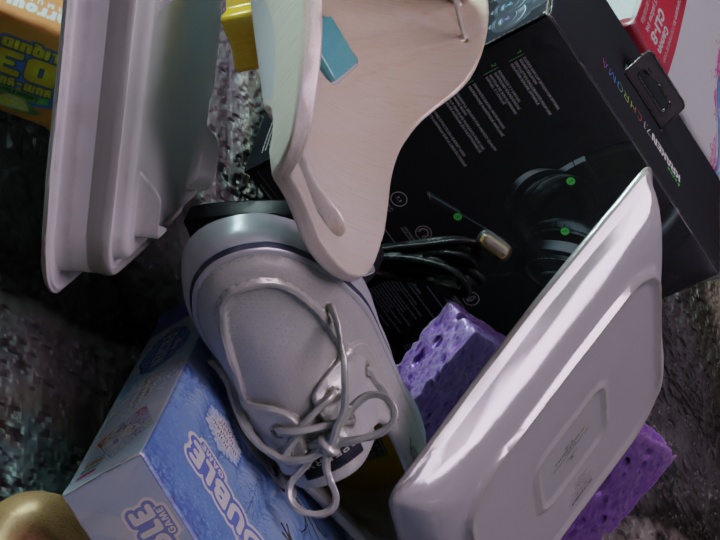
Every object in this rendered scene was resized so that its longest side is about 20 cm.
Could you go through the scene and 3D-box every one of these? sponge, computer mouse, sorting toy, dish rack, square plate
[{"bbox_3d":[0.077,0.100,1.025,0.199,0.112,0.030,31,13,-43],"label":"sponge"},{"bbox_3d":[0.000,0.000,0.893,0.200,0.139,0.047,34,55,-81],"label":"computer mouse"},{"bbox_3d":[-0.012,-0.099,0.779,0.200,0.106,0.182,68,21,-61],"label":"sorting toy"},{"bbox_3d":[-0.087,-0.087,0.825,0.200,0.043,0.173,-68,165,-77],"label":"dish rack"},{"bbox_3d":[0.092,0.077,0.917,0.200,0.028,0.199,-50,154,-19],"label":"square plate"}]

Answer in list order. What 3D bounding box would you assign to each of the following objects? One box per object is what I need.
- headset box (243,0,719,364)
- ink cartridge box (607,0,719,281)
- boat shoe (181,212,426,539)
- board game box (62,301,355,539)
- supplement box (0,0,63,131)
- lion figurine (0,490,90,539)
[{"bbox_3d":[0.073,-0.052,1.004,0.174,0.199,0.093,51,29,-23],"label":"headset box"},{"bbox_3d":[0.159,-0.101,1.190,0.200,0.144,0.145,54,37,-31],"label":"ink cartridge box"},{"bbox_3d":[-0.017,0.064,0.825,0.203,0.074,0.087,63,11,-47],"label":"boat shoe"},{"bbox_3d":[-0.040,0.128,0.843,0.201,0.043,0.199,60,15,-14],"label":"board game box"},{"bbox_3d":[-0.130,-0.161,0.890,0.066,0.069,0.201,19,54,-11],"label":"supplement box"},{"bbox_3d":[-0.143,0.135,0.747,0.123,0.072,0.200,55,22,-8],"label":"lion figurine"}]
